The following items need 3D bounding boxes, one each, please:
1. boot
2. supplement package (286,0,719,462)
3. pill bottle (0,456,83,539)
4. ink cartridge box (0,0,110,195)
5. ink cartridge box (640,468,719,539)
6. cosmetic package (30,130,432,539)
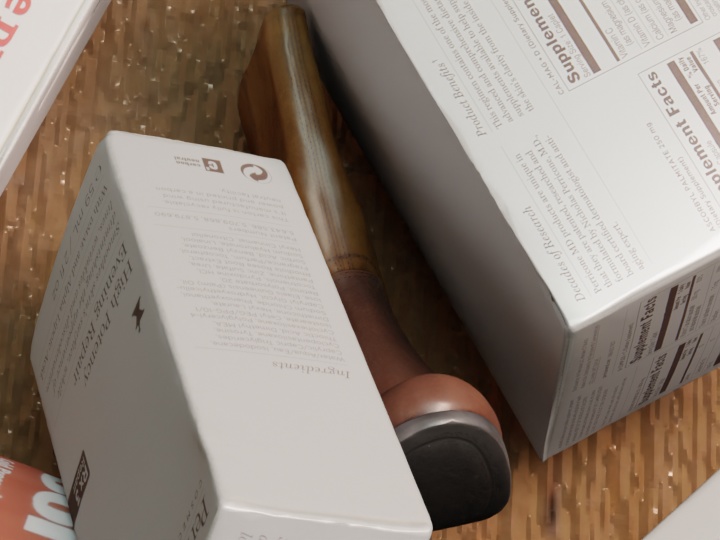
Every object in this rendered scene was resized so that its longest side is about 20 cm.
[{"bbox_3d":[0.000,0.000,0.955,0.068,0.188,0.201,-9,74,-3],"label":"boot"},{"bbox_3d":[0.065,-0.061,0.947,0.111,0.156,0.201,-26,72,-9],"label":"supplement package"},{"bbox_3d":[-0.097,0.131,0.925,0.199,0.112,0.113,19,67,-5],"label":"pill bottle"},{"bbox_3d":[-0.201,-0.114,1.007,0.199,0.084,0.146,28,67,-2],"label":"ink cartridge box"},{"bbox_3d":[0.095,0.165,0.890,0.200,0.147,0.083,-43,64,6],"label":"ink cartridge box"},{"bbox_3d":[-0.048,0.053,0.873,0.074,0.102,0.200,8,31,-21],"label":"cosmetic package"}]
